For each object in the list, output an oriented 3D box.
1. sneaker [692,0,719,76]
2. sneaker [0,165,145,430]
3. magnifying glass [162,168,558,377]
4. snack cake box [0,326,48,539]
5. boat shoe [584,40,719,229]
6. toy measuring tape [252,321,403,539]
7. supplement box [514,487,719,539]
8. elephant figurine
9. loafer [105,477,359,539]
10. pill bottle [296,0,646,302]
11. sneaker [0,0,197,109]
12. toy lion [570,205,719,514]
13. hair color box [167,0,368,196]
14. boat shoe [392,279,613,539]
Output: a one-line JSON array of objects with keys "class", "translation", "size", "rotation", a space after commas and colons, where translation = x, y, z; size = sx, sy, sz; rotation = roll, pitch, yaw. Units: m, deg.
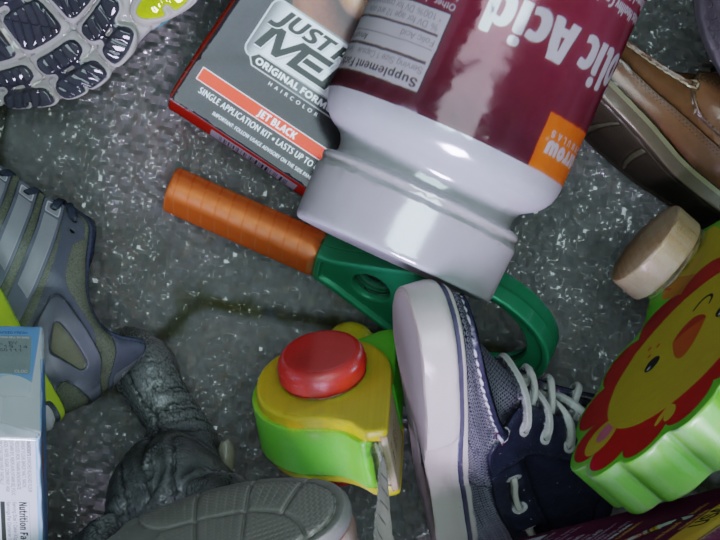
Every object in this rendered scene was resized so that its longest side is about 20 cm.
[{"class": "sneaker", "translation": [0.240, -0.091, 1.231], "size": [0.201, 0.108, 0.067], "rotation": [44, 125, -8]}, {"class": "sneaker", "translation": [-0.169, -0.019, 1.217], "size": [0.081, 0.074, 0.201], "rotation": [-23, 84, -17]}, {"class": "magnifying glass", "translation": [0.000, 0.000, 1.237], "size": [0.199, 0.080, 0.022], "rotation": [22, 58, 5]}, {"class": "snack cake box", "translation": [-0.195, 0.115, 1.156], "size": [0.115, 0.200, 0.067], "rotation": [0, 45, -6]}, {"class": "boat shoe", "translation": [0.164, -0.066, 1.250], "size": [0.200, 0.072, 0.068], "rotation": [42, 82, -12]}, {"class": "toy measuring tape", "translation": [-0.017, 0.085, 1.179], "size": [0.073, 0.200, 0.074], "rotation": [1, 123, 2]}, {"class": "supplement box", "translation": [0.106, 0.179, 1.108], "size": [0.103, 0.200, 0.131], "rotation": [-25, 93, -47]}, {"class": "elephant figurine", "translation": [-0.075, 0.139, 1.181], "size": [0.141, 0.155, 0.200], "rotation": [-36, 104, -27]}, {"class": "loafer", "translation": [-0.088, 0.143, 1.100], "size": [0.199, 0.072, 0.063], "rotation": [-18, 118, 12]}, {"class": "pill bottle", "translation": [0.055, -0.096, 1.155], "size": [0.114, 0.114, 0.201], "rotation": [24, 89, -4]}, {"class": "sneaker", "translation": [-0.113, -0.139, 1.222], "size": [0.200, 0.080, 0.078], "rotation": [-26, 103, 14]}, {"class": "toy lion", "translation": [0.172, 0.012, 1.124], "size": [0.069, 0.192, 0.200], "rotation": [41, 119, -11]}, {"class": "hair color box", "translation": [0.003, -0.136, 1.237], "size": [0.101, 0.061, 0.200], "rotation": [33, 87, -4]}, {"class": "boat shoe", "translation": [0.069, 0.062, 1.183], "size": [0.092, 0.200, 0.075], "rotation": [-13, 58, -3]}]
